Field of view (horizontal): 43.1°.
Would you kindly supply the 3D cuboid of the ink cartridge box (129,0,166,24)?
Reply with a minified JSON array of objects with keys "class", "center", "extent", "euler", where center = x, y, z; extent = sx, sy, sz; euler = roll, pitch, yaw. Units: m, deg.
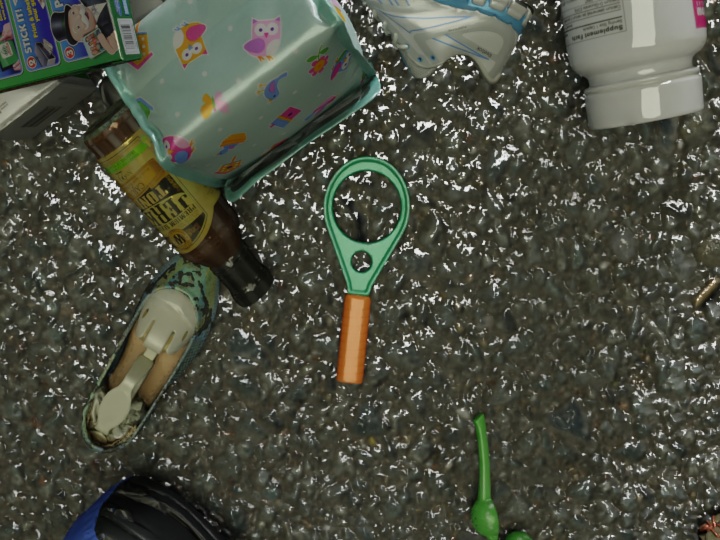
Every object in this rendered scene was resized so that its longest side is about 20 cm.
[{"class":"ink cartridge box","center":[-0.154,-0.284,0.726],"extent":[0.196,0.085,0.148],"euler":[-20,98,17]}]

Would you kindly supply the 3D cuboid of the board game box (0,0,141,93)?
[{"class":"board game box","center":[-0.231,-0.228,0.604],"extent":[0.132,0.029,0.205],"euler":[-7,102,18]}]

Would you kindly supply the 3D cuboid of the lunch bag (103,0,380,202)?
[{"class":"lunch bag","center":[-0.079,-0.148,0.713],"extent":[0.169,0.200,0.123],"euler":[-35,78,6]}]

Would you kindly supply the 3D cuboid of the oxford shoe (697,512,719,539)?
[{"class":"oxford shoe","center":[0.352,0.240,0.831],"extent":[0.073,0.070,0.204],"euler":[21,96,2]}]

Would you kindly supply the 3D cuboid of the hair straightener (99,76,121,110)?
[{"class":"hair straightener","center":[-0.130,-0.185,0.765],"extent":[0.197,0.077,0.042],"euler":[-24,96,3]}]

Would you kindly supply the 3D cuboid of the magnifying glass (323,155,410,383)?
[{"class":"magnifying glass","center":[0.000,0.000,0.820],"extent":[0.078,0.022,0.205],"euler":[6,99,-1]}]

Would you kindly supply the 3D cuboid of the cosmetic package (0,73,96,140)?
[{"class":"cosmetic package","center":[-0.320,-0.212,0.747],"extent":[0.084,0.108,0.202],"euler":[-33,98,6]}]

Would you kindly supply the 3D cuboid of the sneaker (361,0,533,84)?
[{"class":"sneaker","center":[0.041,-0.211,0.767],"extent":[0.196,0.075,0.088],"euler":[19,107,-1]}]

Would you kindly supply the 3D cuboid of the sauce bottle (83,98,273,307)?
[{"class":"sauce bottle","center":[-0.146,-0.054,0.773],"extent":[0.064,0.065,0.201],"euler":[-37,113,5]}]

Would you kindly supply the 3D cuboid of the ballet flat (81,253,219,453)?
[{"class":"ballet flat","center":[-0.186,0.077,0.807],"extent":[0.073,0.074,0.203],"euler":[27,97,-4]}]

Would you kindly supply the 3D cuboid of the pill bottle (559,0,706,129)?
[{"class":"pill bottle","center":[0.219,-0.224,0.742],"extent":[0.111,0.113,0.205],"euler":[-10,99,1]}]

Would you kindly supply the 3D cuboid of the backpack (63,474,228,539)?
[{"class":"backpack","center":[-0.189,0.300,0.792],"extent":[0.167,0.163,0.201],"euler":[-41,97,9]}]

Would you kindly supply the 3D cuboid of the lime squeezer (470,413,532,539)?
[{"class":"lime squeezer","center":[0.145,0.235,0.853],"extent":[0.070,0.038,0.201],"euler":[-41,96,-26]}]
